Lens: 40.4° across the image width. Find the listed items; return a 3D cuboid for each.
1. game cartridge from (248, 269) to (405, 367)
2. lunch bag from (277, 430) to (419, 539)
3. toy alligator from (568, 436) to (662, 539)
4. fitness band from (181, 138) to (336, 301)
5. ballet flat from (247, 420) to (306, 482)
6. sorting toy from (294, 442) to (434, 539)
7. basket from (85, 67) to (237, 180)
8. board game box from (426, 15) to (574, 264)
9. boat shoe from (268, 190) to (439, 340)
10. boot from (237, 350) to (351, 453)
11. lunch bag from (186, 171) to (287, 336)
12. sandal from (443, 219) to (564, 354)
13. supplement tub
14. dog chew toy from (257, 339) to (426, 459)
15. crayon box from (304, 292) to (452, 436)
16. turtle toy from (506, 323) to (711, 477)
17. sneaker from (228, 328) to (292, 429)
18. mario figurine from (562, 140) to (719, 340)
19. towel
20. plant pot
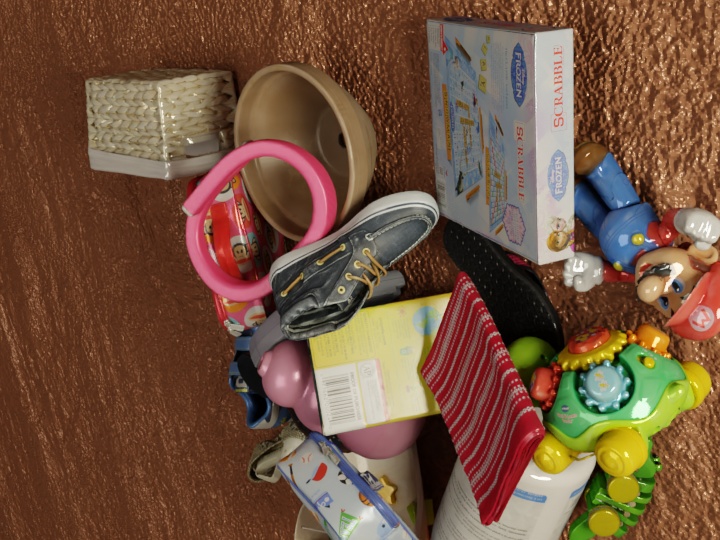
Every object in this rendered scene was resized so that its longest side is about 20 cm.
[{"bbox_3d":[-0.050,0.059,1.171,0.200,0.133,0.041,-40,70,48],"label":"game cartridge"},{"bbox_3d":[-0.007,0.265,1.068,0.160,0.075,0.201,40,164,44],"label":"lunch bag"},{"bbox_3d":[0.266,0.197,0.954,0.054,0.059,0.201,22,111,-2],"label":"toy alligator"},{"bbox_3d":[-0.114,-0.055,1.071,0.144,0.037,0.200,49,117,4],"label":"fitness band"},{"bbox_3d":[-0.099,0.257,1.356,0.068,0.076,0.200,40,140,-12],"label":"ballet flat"},{"bbox_3d":[0.020,0.274,1.225,0.199,0.106,0.182,-2,90,40],"label":"sorting toy"},{"bbox_3d":[-0.262,-0.198,1.291,0.199,0.135,0.125,11,113,44],"label":"basket"},{"bbox_3d":[0.127,-0.129,0.913,0.199,0.041,0.202,-143,44,-61],"label":"board game box"},{"bbox_3d":[0.000,0.000,1.010,0.199,0.071,0.091,-29,44,13],"label":"boat shoe"},{"bbox_3d":[-0.057,0.147,1.256,0.199,0.097,0.075,35,136,26],"label":"boot"},{"bbox_3d":[-0.147,-0.028,1.208,0.081,0.176,0.202,-12,99,9],"label":"lunch bag"},{"bbox_3d":[0.155,0.017,1.005,0.201,0.045,0.075,58,136,30],"label":"sandal"},{"bbox_3d":[0.156,0.238,1.028,0.132,0.131,0.201,39,131,30],"label":"supplement tub"},{"bbox_3d":[-0.023,0.140,1.136,0.199,0.125,0.125,21,135,-12],"label":"dog chew toy"},{"bbox_3d":[0.045,0.098,1.064,0.051,0.198,0.128,141,120,-84],"label":"crayon box"},{"bbox_3d":[0.201,0.103,0.871,0.199,0.145,0.102,-12,107,53],"label":"turtle toy"},{"bbox_3d":[-0.140,0.124,1.339,0.074,0.082,0.202,-8,100,51],"label":"sneaker"},{"bbox_3d":[0.235,-0.020,0.842,0.200,0.106,0.124,52,173,29],"label":"mario figurine"},{"bbox_3d":[0.109,0.120,0.927,0.201,0.022,0.145,-111,28,-43],"label":"towel"},{"bbox_3d":[-0.048,-0.140,1.113,0.200,0.092,0.203,21,122,39],"label":"plant pot"}]
